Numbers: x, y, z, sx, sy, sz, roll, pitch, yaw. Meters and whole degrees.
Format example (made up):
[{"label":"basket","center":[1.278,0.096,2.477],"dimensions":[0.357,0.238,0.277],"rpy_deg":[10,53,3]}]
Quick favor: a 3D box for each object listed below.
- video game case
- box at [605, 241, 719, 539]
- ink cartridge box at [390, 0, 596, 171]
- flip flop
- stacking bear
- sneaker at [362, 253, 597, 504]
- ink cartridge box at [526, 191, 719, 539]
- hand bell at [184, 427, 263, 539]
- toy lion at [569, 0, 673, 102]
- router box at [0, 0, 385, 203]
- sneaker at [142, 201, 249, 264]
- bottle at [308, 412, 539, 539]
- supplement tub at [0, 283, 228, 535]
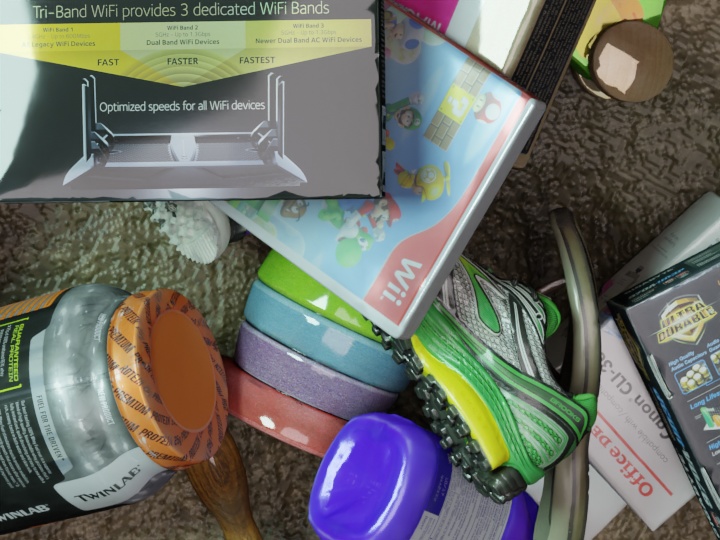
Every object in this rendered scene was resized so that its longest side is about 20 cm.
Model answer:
[{"label":"video game case","center":[-0.016,-0.077,1.540],"dimensions":[0.200,0.017,0.143],"rpy_deg":[36,103,25]},{"label":"box","center":[0.260,0.044,1.661],"dimensions":[0.200,0.046,0.159],"rpy_deg":[-28,101,-5]},{"label":"ink cartridge box","center":[0.024,-0.168,1.576],"dimensions":[0.200,0.075,0.165],"rpy_deg":[27,98,26]},{"label":"flip flop","center":[0.101,0.065,1.637],"dimensions":[0.057,0.081,0.201],"rpy_deg":[5,103,2]},{"label":"stacking bear","center":[0.000,0.000,1.666],"dimensions":[0.121,0.114,0.200],"rpy_deg":[24,93,-10]},{"label":"sneaker","center":[0.052,0.020,1.582],"dimensions":[0.085,0.078,0.200],"rpy_deg":[-31,91,-14]},{"label":"ink cartridge box","center":[0.171,0.065,1.712],"dimensions":[0.200,0.068,0.117],"rpy_deg":[-43,102,3]},{"label":"hand bell","center":[-0.062,0.159,1.677],"dimensions":[0.104,0.104,0.200],"rpy_deg":[-21,109,-2]},{"label":"toy lion","center":[0.119,-0.201,1.664],"dimensions":[0.199,0.069,0.192],"rpy_deg":[14,92,-8]},{"label":"router box","center":[-0.087,-0.113,1.491],"dimensions":[0.199,0.052,0.158],"rpy_deg":[0,91,2]},{"label":"sneaker","center":[-0.103,-0.108,1.655],"dimensions":[0.099,0.070,0.200],"rpy_deg":[-31,88,-28]},{"label":"bottle","center":[0.051,0.141,1.665],"dimensions":[0.200,0.065,0.084],"rpy_deg":[27,85,-53]},{"label":"supplement tub","center":[-0.180,0.078,1.616],"dimensions":[0.200,0.123,0.123],"rpy_deg":[-15,104,26]}]
